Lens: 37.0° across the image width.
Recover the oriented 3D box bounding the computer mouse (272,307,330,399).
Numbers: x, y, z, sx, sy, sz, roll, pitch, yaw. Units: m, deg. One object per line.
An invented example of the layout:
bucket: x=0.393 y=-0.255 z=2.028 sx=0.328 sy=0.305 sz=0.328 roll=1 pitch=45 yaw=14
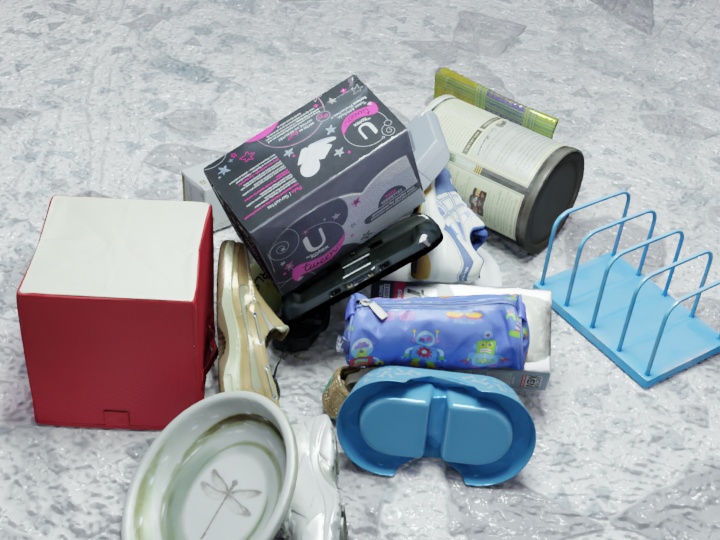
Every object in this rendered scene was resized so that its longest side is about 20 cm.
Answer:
computer mouse: x=-0.082 y=0.099 z=1.206 sx=0.058 sy=0.034 sz=0.200 roll=8 pitch=44 yaw=20

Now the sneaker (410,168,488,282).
sneaker: x=0.109 y=-0.053 z=1.310 sx=0.088 sy=0.075 sz=0.200 roll=9 pitch=44 yaw=-3

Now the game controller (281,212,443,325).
game controller: x=0.000 y=0.000 z=1.193 sx=0.199 sy=0.042 sz=0.104 roll=-29 pitch=21 yaw=6

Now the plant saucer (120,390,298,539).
plant saucer: x=-0.131 y=0.211 z=0.995 sx=0.200 sy=0.050 sz=0.201 roll=-21 pitch=47 yaw=24

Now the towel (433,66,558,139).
towel: x=0.178 y=-0.192 z=1.502 sx=0.200 sy=0.144 sz=0.023 roll=29 pitch=48 yaw=26

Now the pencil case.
pencil case: x=0.076 y=0.061 z=1.111 sx=0.199 sy=0.087 sz=0.078 roll=1 pitch=49 yaw=2

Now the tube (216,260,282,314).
tube: x=-0.108 y=0.014 z=1.283 sx=0.058 sy=0.052 sz=0.200 roll=24 pitch=39 yaw=5

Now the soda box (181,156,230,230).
soda box: x=-0.138 y=-0.122 z=1.438 sx=0.200 sy=0.068 sz=0.064 roll=-24 pitch=43 yaw=-31

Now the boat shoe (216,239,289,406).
boat shoe: x=-0.114 y=0.063 z=1.148 sx=0.076 sy=0.072 sz=0.201 roll=-4 pitch=74 yaw=-4

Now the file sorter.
file sorter: x=0.330 y=0.013 z=1.281 sx=0.138 sy=0.123 sz=0.200 roll=-19 pitch=44 yaw=-28

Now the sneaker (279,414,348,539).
sneaker: x=-0.064 y=0.224 z=1.023 sx=0.099 sy=0.078 sz=0.200 roll=-8 pitch=33 yaw=-2

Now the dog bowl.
dog bowl: x=0.077 y=0.153 z=1.093 sx=0.199 sy=0.112 sz=0.050 roll=6 pitch=24 yaw=2

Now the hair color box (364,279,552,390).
hair color box: x=0.108 y=0.071 z=1.184 sx=0.199 sy=0.061 sz=0.099 roll=3 pitch=65 yaw=4

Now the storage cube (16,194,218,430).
storage cube: x=-0.249 y=0.044 z=1.132 sx=0.199 sy=0.180 sz=0.171 roll=4 pitch=38 yaw=-3

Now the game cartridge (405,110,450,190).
game cartridge: x=0.030 y=-0.104 z=1.348 sx=0.041 sy=0.200 sz=0.133 roll=37 pitch=21 yaw=-26

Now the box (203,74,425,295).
box: x=-0.045 y=-0.091 z=1.177 sx=0.200 sy=0.132 sz=0.115 roll=-33 pitch=55 yaw=-8

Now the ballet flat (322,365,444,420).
ballet flat: x=0.059 y=0.135 z=1.142 sx=0.199 sy=0.065 sz=0.071 roll=3 pitch=41 yaw=-3

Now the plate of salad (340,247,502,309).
plate of salad: x=0.071 y=0.020 z=1.304 sx=0.199 sy=0.048 sz=0.200 roll=-4 pitch=37 yaw=3

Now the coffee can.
coffee can: x=0.172 y=-0.129 z=1.421 sx=0.200 sy=0.147 sz=0.146 roll=29 pitch=44 yaw=27
